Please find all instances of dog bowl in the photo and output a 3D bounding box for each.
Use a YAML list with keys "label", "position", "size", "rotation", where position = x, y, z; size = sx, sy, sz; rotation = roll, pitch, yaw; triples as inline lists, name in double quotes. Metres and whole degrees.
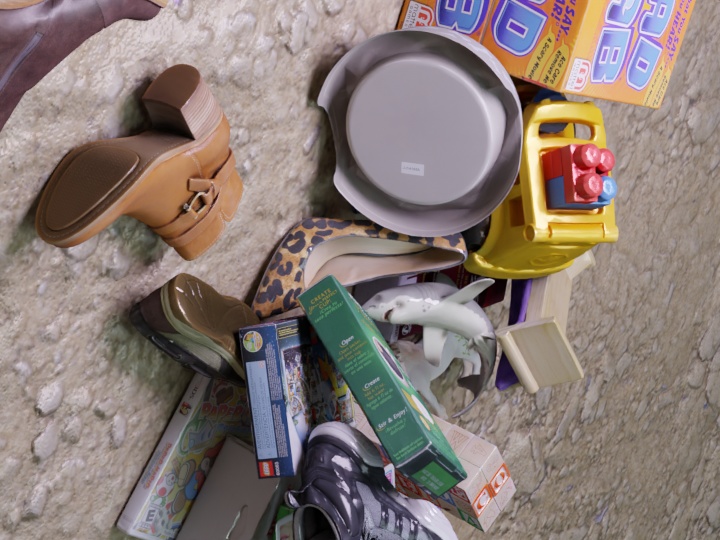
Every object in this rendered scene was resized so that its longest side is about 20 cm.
- label: "dog bowl"
  position: [0.060, -0.134, 1.645]
  size: [0.059, 0.199, 0.201]
  rotation: [-53, 152, -59]

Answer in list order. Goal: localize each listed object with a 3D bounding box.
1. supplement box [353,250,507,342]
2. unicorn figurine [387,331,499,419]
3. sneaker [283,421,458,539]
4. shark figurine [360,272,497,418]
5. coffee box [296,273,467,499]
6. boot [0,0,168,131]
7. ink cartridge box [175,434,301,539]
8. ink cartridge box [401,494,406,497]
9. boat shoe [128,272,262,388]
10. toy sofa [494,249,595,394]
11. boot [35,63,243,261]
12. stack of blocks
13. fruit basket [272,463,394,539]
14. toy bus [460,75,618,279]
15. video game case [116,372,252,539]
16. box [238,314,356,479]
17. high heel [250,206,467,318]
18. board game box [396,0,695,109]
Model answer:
- label: "supplement box"
  position: [0.080, -0.004, 1.862]
  size: [0.199, 0.061, 0.110]
  rotation: [-19, 125, -48]
- label: "unicorn figurine"
  position: [0.076, 0.107, 1.929]
  size: [0.200, 0.073, 0.138]
  rotation: [-53, 137, -41]
- label: "sneaker"
  position: [0.006, 0.240, 1.589]
  size: [0.200, 0.075, 0.114]
  rotation: [49, 46, -16]
- label: "shark figurine"
  position: [0.097, 0.050, 1.800]
  size: [0.128, 0.090, 0.215]
  rotation: [-33, 133, 12]
- label: "coffee box"
  position: [0.020, 0.108, 1.631]
  size: [0.044, 0.201, 0.123]
  rotation: [-34, 152, 5]
- label: "boot"
  position: [-0.247, -0.172, 1.336]
  size: [0.199, 0.072, 0.167]
  rotation: [7, 117, -56]
- label: "ink cartridge box"
  position: [-0.082, 0.258, 1.752]
  size: [0.200, 0.083, 0.146]
  rotation: [29, 87, -56]
- label: "ink cartridge box"
  position: [0.019, 0.264, 1.969]
  size: [0.199, 0.042, 0.120]
  rotation: [-23, 128, -41]
- label: "boat shoe"
  position: [-0.141, 0.059, 1.605]
  size: [0.200, 0.064, 0.074]
  rotation: [46, 34, -55]
- label: "toy sofa"
  position: [0.180, 0.030, 1.836]
  size: [0.083, 0.097, 0.201]
  rotation: [61, 28, -32]
- label: "boot"
  position: [-0.178, -0.059, 1.487]
  size: [0.200, 0.076, 0.156]
  rotation: [-55, 149, -26]
- label: "stack of blocks"
  position: [0.062, 0.194, 1.839]
  size: [0.059, 0.199, 0.115]
  rotation: [-51, 142, -19]
- label: "fruit basket"
  position: [-0.011, 0.306, 1.696]
  size: [0.185, 0.093, 0.202]
  rotation: [-17, 103, -49]
- label: "toy bus"
  position: [0.178, -0.106, 1.704]
  size: [0.135, 0.192, 0.202]
  rotation: [0, 79, -26]
- label: "video game case"
  position: [-0.134, 0.192, 1.734]
  size: [0.200, 0.023, 0.183]
  rotation: [33, 84, -55]
- label: "box"
  position: [-0.055, 0.113, 1.670]
  size: [0.200, 0.037, 0.138]
  rotation: [-8, 90, -73]
- label: "high heel"
  position: [0.000, 0.000, 1.684]
  size: [0.200, 0.142, 0.072]
  rotation: [-43, 142, -28]
- label: "board game box"
  position: [0.193, -0.287, 1.710]
  size: [0.199, 0.199, 0.201]
  rotation: [1, 110, -53]
